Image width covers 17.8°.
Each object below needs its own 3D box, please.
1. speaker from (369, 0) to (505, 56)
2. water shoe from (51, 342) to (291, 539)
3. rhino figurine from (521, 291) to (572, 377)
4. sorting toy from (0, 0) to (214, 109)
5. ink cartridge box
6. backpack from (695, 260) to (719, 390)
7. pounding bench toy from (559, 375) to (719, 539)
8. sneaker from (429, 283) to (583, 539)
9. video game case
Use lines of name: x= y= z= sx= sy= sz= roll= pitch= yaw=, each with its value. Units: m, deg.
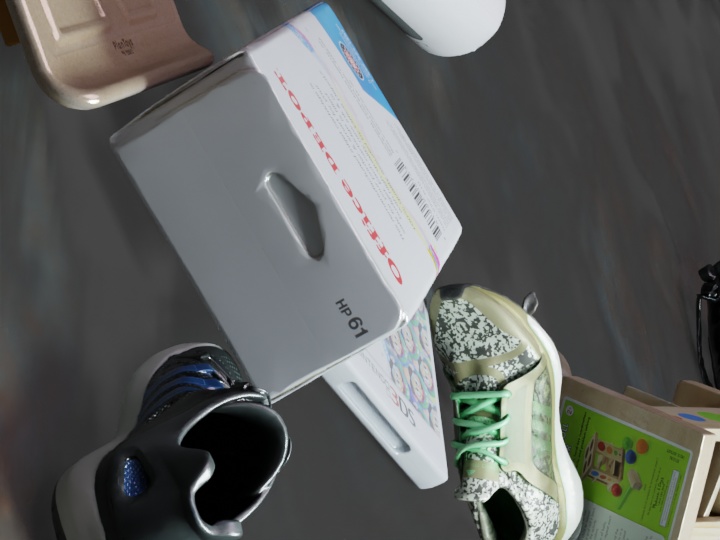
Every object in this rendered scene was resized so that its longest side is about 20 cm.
speaker: x=0.034 y=-0.211 z=1.552 sx=0.200 sy=0.081 sz=0.082 roll=30 pitch=45 yaw=-67
water shoe: x=-0.061 y=0.078 z=0.951 sx=0.200 sy=0.079 sz=0.072 roll=-61 pitch=131 yaw=-69
rhino figurine: x=0.118 y=0.086 z=1.553 sx=0.088 sy=0.059 sz=0.200 roll=-81 pitch=152 yaw=-44
sorting toy: x=-0.143 y=-0.170 z=1.031 sx=0.201 sy=0.036 sz=0.185 roll=66 pitch=17 yaw=-5
ink cartridge box: x=-0.030 y=-0.039 z=1.108 sx=0.145 sy=0.084 sz=0.200 roll=59 pitch=14 yaw=-6
backpack: x=0.431 y=0.102 z=2.438 sx=0.167 sy=0.126 sz=0.201 roll=53 pitch=28 yaw=-55
pounding bench toy: x=0.203 y=0.184 z=1.515 sx=0.155 sy=0.124 sz=0.201 roll=5 pitch=102 yaw=-44
sneaker: x=0.084 y=0.104 z=1.410 sx=0.089 sy=0.077 sz=0.201 roll=-51 pitch=127 yaw=-53
video game case: x=0.000 y=0.000 z=1.326 sx=0.182 sy=0.024 sz=0.201 roll=51 pitch=26 yaw=-51
